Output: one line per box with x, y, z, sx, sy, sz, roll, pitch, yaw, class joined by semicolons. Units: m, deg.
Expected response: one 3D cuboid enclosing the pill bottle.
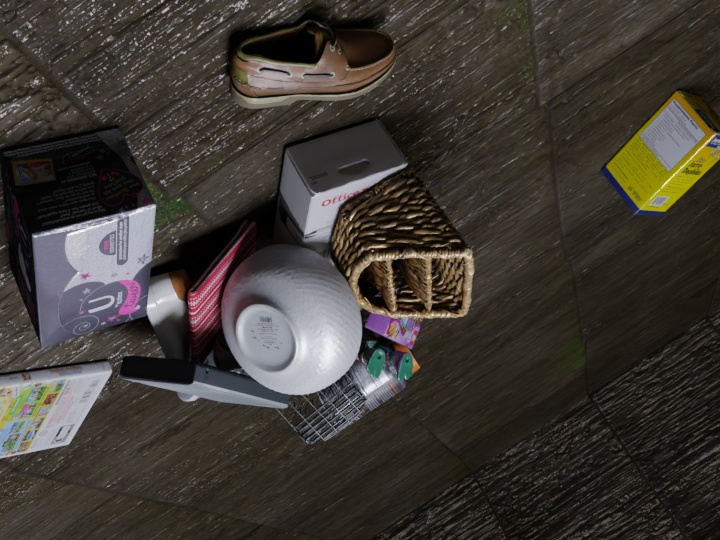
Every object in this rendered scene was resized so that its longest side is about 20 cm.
0.018;0.213;1.746;0.198;0.107;0.106;-33;155;1;pill bottle

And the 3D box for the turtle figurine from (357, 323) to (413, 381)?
-0.002;0.150;1.577;0.147;0.103;0.198;-11;-170;-33;turtle figurine

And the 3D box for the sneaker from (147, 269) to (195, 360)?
-0.245;0.070;1.237;0.083;0.074;0.201;-22;152;-13;sneaker

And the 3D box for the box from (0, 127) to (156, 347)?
-0.297;-0.031;0.954;0.130;0.116;0.201;-17;151;-28;box

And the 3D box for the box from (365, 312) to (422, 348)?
0.074;0.050;1.495;0.139;0.038;0.200;-68;161;-4;box

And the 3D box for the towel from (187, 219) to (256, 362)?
-0.191;0.035;1.224;0.145;0.022;0.201;-55;168;-32;towel

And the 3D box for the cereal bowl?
-0.102;0.073;1.154;0.201;0.200;0.083;-50;172;33;cereal bowl

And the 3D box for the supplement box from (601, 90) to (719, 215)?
0.554;-0.207;1.611;0.108;0.110;0.201;-2;141;-46;supplement box

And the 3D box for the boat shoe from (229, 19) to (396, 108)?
-0.043;-0.225;0.949;0.197;0.073;0.068;-21;154;-23;boat shoe

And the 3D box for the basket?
0.052;-0.002;1.165;0.141;0.150;0.201;-30;157;-11;basket

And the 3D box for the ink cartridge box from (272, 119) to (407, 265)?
-0.032;-0.088;1.188;0.142;0.085;0.201;-22;153;-24;ink cartridge box

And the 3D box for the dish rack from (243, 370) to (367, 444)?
-0.089;0.183;1.483;0.153;0.201;0.055;-37;-166;15;dish rack

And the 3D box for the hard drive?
-0.208;0.153;1.221;0.137;0.034;0.199;0;165;34;hard drive

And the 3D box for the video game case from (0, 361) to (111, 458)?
-0.471;0.205;1.280;0.180;0.023;0.201;-5;144;-44;video game case

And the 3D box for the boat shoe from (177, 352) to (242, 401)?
-0.211;0.142;1.405;0.067;0.073;0.200;5;139;-48;boat shoe

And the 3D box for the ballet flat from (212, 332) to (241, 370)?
-0.130;0.101;1.312;0.197;0.070;0.070;-15;150;-35;ballet flat
